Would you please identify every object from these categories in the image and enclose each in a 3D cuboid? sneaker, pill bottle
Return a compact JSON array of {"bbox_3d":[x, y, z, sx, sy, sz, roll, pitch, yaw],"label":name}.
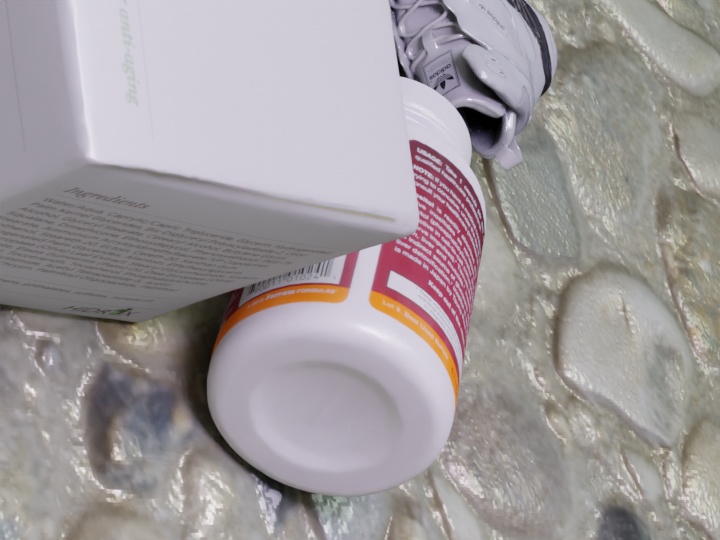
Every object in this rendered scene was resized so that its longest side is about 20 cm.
[{"bbox_3d":[0.039,-0.146,1.269,0.200,0.075,0.115,46,32,-25],"label":"sneaker"},{"bbox_3d":[0.000,0.000,1.062,0.113,0.113,0.200,43,36,-23],"label":"pill bottle"}]

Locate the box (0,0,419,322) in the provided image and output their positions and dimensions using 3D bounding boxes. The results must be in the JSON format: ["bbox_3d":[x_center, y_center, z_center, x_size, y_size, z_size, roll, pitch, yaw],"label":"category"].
[{"bbox_3d":[-0.107,-0.099,0.911,0.200,0.171,0.200,9,69,-52],"label":"box"}]
